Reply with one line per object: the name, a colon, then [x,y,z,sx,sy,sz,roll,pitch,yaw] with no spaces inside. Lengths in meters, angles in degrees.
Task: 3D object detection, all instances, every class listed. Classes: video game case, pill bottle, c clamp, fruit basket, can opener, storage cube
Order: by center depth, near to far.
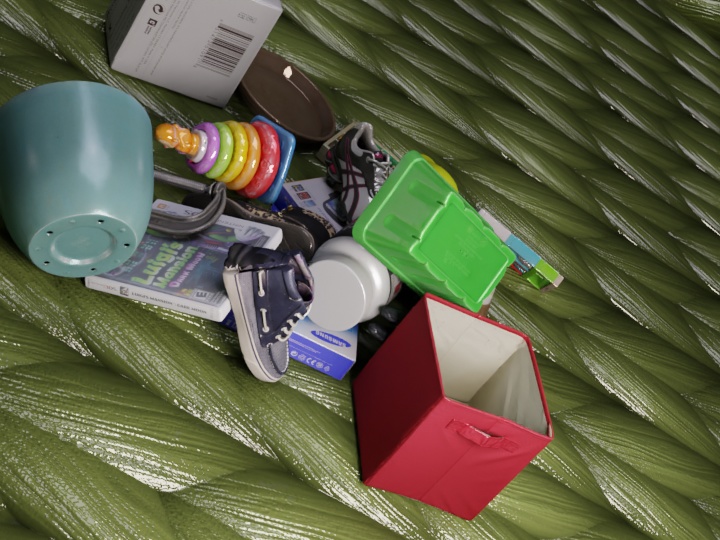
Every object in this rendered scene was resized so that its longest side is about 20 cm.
video game case: [-0.214,-0.017,1.554,0.179,0.024,0.201,13,34,13]
storage cube: [0.110,0.171,1.566,0.169,0.180,0.201,22,36,-25]
fruit basket: [0.081,-0.063,1.613,0.215,0.156,0.216,37,-4,3]
c clamp: [-0.254,-0.107,1.633,0.198,0.027,0.171,19,38,23]
pill bottle: [0.000,0.000,1.652,0.116,0.117,0.200,40,28,4]
can opener: [0.056,0.080,1.671,0.078,0.064,0.200,32,-6,23]

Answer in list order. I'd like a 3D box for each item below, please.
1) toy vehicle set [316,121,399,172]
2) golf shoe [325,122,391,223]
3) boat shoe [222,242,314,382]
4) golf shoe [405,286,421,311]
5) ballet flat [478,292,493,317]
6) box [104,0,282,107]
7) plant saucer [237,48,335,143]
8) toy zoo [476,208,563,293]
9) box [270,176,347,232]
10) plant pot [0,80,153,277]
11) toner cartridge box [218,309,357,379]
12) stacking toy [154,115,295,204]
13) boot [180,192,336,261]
toy vehicle set: [0.034,-0.149,2.018,0.199,0.027,0.124,40,33,3]
golf shoe: [0.010,-0.125,1.832,0.076,0.088,0.201,5,47,-39]
boat shoe: [-0.095,0.057,1.494,0.091,0.202,0.075,2,43,20]
golf shoe: [0.109,0.043,1.820,0.088,0.077,0.202,20,40,-50]
ballet flat: [0.184,0.017,1.921,0.067,0.073,0.200,34,34,-3]
box: [-0.251,-0.382,1.870,0.198,0.200,0.132,16,38,-30]
plant saucer: [-0.124,-0.275,1.999,0.199,0.029,0.201,33,31,-23]
toy zoo: [0.232,-0.039,2.011,0.199,0.021,0.131,40,-5,3]
box: [-0.042,-0.083,1.857,0.119,0.042,0.199,51,33,19]
plant pot: [-0.331,-0.092,1.466,0.198,0.201,0.163,10,51,-35]
toner cartridge box: [-0.098,0.059,1.632,0.198,0.043,0.096,26,36,-18]
stacking toy: [-0.197,-0.165,1.718,0.198,0.111,0.116,10,16,-42]
boot: [-0.132,-0.058,1.706,0.197,0.074,0.150,15,10,17]
